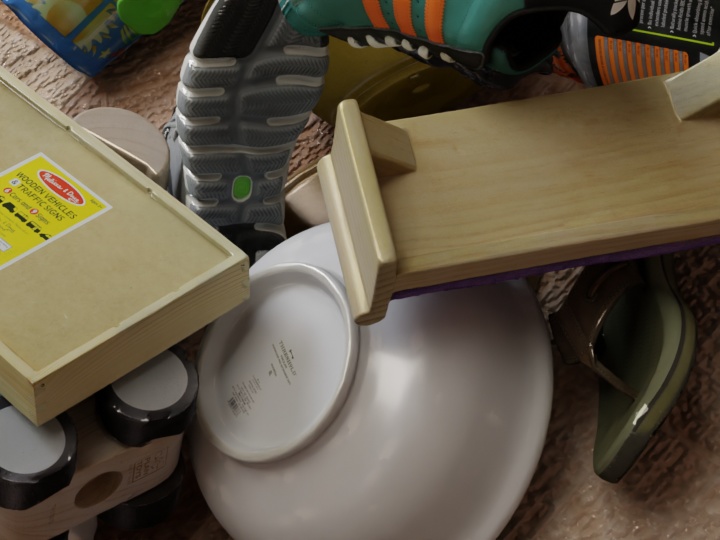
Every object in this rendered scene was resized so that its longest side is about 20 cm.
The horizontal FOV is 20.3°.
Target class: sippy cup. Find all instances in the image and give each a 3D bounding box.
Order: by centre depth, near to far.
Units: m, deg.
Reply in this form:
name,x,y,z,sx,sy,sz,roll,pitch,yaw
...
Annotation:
name,x,y,z,sx,sy,sz,roll,pitch,yaw
sippy cup,-0.164,-0.200,1.268,0.130,0.139,0.178,-48,2,1

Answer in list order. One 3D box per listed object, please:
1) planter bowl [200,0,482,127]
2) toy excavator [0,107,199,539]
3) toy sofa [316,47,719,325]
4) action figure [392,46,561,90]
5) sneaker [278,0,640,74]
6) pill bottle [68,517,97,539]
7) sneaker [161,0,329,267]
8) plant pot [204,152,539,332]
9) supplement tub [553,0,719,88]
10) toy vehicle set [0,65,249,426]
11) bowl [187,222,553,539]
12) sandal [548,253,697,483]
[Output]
name,x,y,z,sx,sy,sz,roll,pitch,yaw
planter bowl,0.019,-0.130,1.091,0.199,0.200,0.084,-24,77,10
toy excavator,-0.143,0.022,0.968,0.194,0.100,0.200,-25,62,-26
toy sofa,0.085,-0.034,0.905,0.198,0.098,0.083,-10,67,-11
action figure,0.077,-0.191,0.968,0.119,0.102,0.201,29,99,56
sneaker,0.040,-0.120,0.897,0.071,0.080,0.199,-28,12,-41
pill bottle,-0.166,0.054,1.059,0.112,0.113,0.201,-9,54,24
sneaker,-0.074,-0.085,1.051,0.074,0.201,0.116,1,29,-21
plant pot,0.000,0.000,1.071,0.199,0.028,0.201,-16,47,18
supplement tub,0.189,-0.126,0.998,0.199,0.123,0.123,18,64,38
toy vehicle set,-0.161,-0.019,0.939,0.124,0.027,0.200,-30,51,-32
bowl,-0.015,0.055,0.950,0.200,0.090,0.203,-17,60,33
sandal,0.116,0.018,0.948,0.057,0.080,0.202,17,43,-12
